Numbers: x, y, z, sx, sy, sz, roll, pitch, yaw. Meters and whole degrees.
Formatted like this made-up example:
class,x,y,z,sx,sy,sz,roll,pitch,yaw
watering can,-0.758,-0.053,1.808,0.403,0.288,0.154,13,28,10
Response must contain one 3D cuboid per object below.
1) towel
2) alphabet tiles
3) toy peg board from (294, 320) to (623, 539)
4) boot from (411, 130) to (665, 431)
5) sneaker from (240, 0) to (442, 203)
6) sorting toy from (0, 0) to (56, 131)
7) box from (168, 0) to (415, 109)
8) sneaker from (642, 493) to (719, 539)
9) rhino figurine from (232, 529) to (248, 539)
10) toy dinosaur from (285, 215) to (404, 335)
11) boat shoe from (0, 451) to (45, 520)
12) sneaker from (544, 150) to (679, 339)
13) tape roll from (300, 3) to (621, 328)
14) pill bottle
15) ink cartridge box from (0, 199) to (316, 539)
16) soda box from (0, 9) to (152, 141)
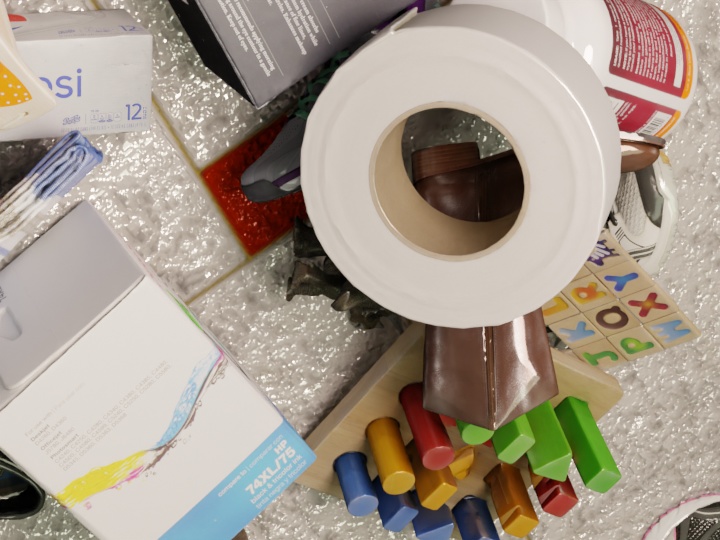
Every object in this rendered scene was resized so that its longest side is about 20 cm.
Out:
class,x,y,z,sx,sy,sz,roll,pitch,yaw
towel,-0.240,-0.009,1.028,0.024,0.147,0.200,45,86,-4
alphabet tiles,0.137,0.017,1.234,0.167,0.008,0.200,-23,128,36
toy peg board,0.084,0.151,1.248,0.200,0.098,0.199,25,120,-32
boot,0.127,0.008,1.118,0.186,0.064,0.201,-6,83,16
sneaker,-0.017,-0.131,1.137,0.200,0.074,0.088,-37,107,-16
sorting toy,-0.295,-0.158,0.916,0.180,0.201,0.107,-24,163,13
box,-0.054,-0.243,1.034,0.182,0.104,0.200,-34,123,-8
sneaker,0.282,0.292,1.457,0.200,0.086,0.080,-40,125,-6
rhino figurine,-0.147,0.272,1.245,0.087,0.060,0.200,10,110,-41
toy dinosaur,0.000,0.000,1.158,0.102,0.200,0.077,6,83,-5
boat shoe,-0.308,0.130,1.101,0.200,0.057,0.069,14,105,-31
sneaker,0.174,-0.013,1.240,0.087,0.076,0.200,5,135,-19
tape roll,0.064,-0.068,1.038,0.202,0.071,0.203,7,113,16
pill bottle,0.147,-0.151,1.137,0.200,0.113,0.113,7,110,-53
ink cartridge box,-0.162,0.086,1.102,0.146,0.147,0.200,-42,125,-4
soda box,-0.235,-0.123,1.021,0.199,0.063,0.068,-7,117,-24
